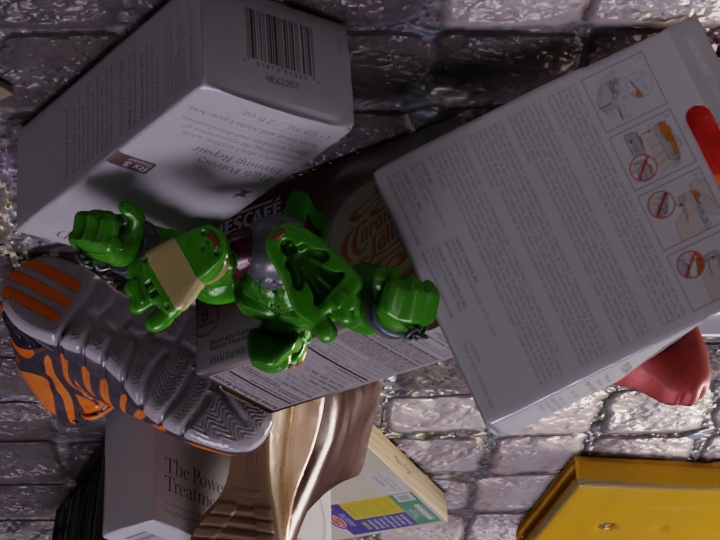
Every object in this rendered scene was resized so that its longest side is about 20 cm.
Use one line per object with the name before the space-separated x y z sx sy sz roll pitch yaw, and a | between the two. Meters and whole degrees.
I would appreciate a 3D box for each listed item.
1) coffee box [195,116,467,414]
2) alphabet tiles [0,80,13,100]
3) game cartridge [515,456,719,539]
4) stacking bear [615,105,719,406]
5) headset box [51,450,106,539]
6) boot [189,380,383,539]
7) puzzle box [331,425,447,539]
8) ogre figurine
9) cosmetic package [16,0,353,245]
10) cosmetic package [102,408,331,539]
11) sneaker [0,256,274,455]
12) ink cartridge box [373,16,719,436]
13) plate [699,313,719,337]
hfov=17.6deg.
coffee box | 0.000 0.000 1.405 0.199 0.115 0.080 -18 149 31
alphabet tiles | -0.320 -0.109 1.279 0.167 0.008 0.200 -20 149 32
game cartridge | 0.247 0.199 1.920 0.199 0.033 0.176 2 153 -14
stacking bear | 0.174 -0.031 1.348 0.121 0.114 0.200 7 135 -14
headset box | -0.148 0.226 1.831 0.173 0.093 0.200 12 156 -14
boot | -0.040 0.150 1.576 0.072 0.201 0.166 13 -172 28
puzzle box | -0.025 0.167 1.835 0.132 0.026 0.200 -12 152 17
ogre figurine | -0.045 0.004 1.269 0.199 0.099 0.120 -9 173 16
cosmetic package | -0.101 -0.077 1.289 0.101 0.074 0.200 15 148 -32
cosmetic package | -0.097 0.136 1.628 0.052 0.151 0.200 -21 148 30
sneaker | -0.144 0.071 1.514 0.200 0.078 0.112 32 152 13
ink cartridge box | 0.128 -0.024 1.272 0.199 0.161 0.047 -26 163 6
plate | 0.293 -0.011 1.495 0.199 0.032 0.200 0 154 -5
